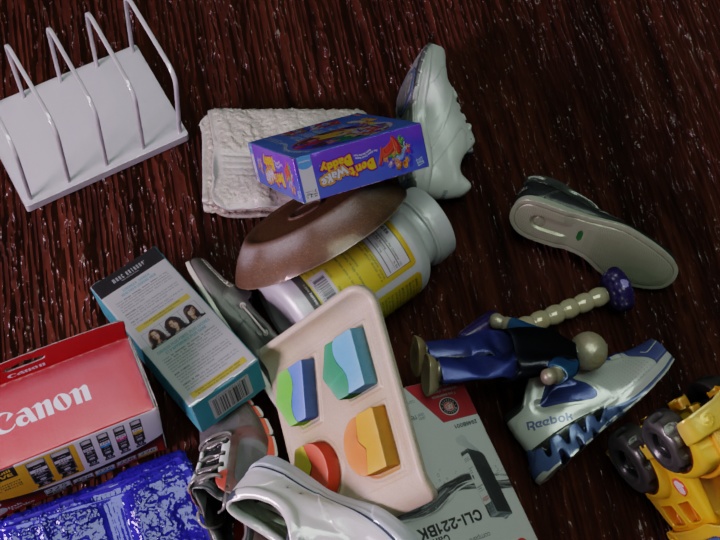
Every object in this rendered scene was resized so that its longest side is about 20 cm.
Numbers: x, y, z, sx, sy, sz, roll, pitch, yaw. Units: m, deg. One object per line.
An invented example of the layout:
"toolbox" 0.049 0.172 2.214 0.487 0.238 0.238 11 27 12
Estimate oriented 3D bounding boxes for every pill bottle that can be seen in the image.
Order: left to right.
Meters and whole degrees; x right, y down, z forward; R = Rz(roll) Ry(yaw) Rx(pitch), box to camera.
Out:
"pill bottle" 0.000 0.000 1.202 0.199 0.113 0.113 -35 72 -20

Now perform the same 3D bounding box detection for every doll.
"doll" 0.151 0.081 1.131 0.197 0.049 0.137 -3 24 -13

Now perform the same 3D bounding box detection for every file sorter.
"file sorter" -0.311 -0.189 1.253 0.199 0.125 0.139 -27 70 -16

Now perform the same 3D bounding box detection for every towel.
"towel" -0.236 0.268 1.087 0.198 0.050 0.149 -20 68 -14
"towel" -0.082 -0.125 1.296 0.197 0.035 0.134 -2 66 -7

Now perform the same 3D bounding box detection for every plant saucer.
"plant saucer" -0.048 -0.049 1.163 0.200 0.200 0.037 -35 108 -19

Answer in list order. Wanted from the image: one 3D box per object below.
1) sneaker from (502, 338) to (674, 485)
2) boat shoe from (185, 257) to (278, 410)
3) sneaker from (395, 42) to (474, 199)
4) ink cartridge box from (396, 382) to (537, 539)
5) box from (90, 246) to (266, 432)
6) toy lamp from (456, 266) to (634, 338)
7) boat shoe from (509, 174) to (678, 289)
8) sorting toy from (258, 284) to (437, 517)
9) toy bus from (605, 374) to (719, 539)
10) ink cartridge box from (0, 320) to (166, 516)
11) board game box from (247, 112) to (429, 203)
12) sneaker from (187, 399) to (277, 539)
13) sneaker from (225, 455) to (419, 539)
"sneaker" 0.223 0.117 1.188 0.199 0.081 0.115 -36 75 -18
"boat shoe" -0.108 0.062 1.186 0.057 0.067 0.201 -34 79 -8
"sneaker" 0.087 -0.168 1.323 0.086 0.075 0.202 8 70 -15
"ink cartridge box" 0.065 0.218 1.099 0.143 0.084 0.202 -9 65 -35
"box" -0.186 0.066 1.154 0.082 0.049 0.200 -34 53 -18
"toy lamp" 0.197 0.051 1.230 0.198 0.058 0.059 -20 68 -17
"boat shoe" 0.265 -0.046 1.277 0.198 0.072 0.068 26 40 1
"sorting toy" -0.023 0.138 1.050 0.036 0.185 0.202 -6 70 -40
"toy bus" 0.353 0.203 1.102 0.135 0.200 0.193 -25 77 -16
"ink cartridge box" -0.293 0.145 1.070 0.198 0.176 0.084 -21 68 -14
"board game box" -0.028 -0.120 1.180 0.133 0.200 0.045 -17 105 -14
"sneaker" -0.127 0.195 1.094 0.077 0.082 0.201 -35 56 22
"sneaker" -0.032 0.238 1.012 0.198 0.074 0.071 22 40 26
